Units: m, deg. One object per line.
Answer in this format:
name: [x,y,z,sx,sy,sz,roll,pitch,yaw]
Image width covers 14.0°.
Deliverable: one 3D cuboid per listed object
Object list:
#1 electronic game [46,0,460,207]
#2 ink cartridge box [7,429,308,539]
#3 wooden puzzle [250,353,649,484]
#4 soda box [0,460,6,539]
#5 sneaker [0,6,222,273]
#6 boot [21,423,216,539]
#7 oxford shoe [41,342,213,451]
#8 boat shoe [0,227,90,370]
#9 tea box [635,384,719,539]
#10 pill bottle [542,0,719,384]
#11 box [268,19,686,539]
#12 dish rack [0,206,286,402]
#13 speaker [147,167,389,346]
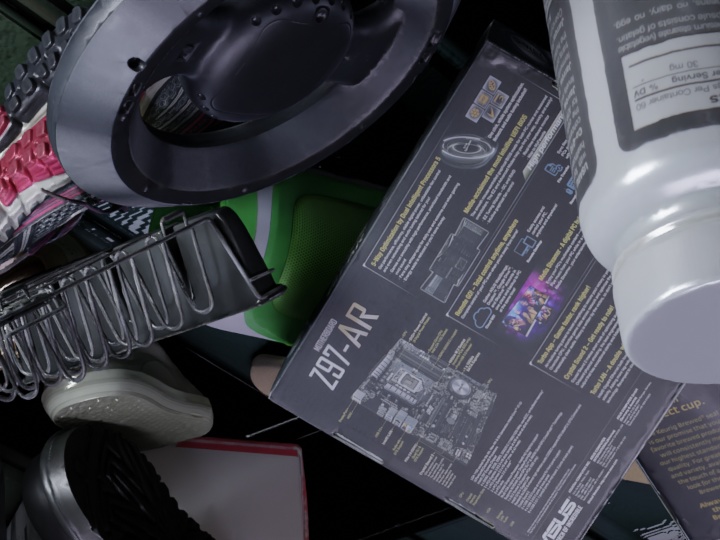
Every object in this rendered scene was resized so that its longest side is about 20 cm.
electronic game: [-0.040,-0.097,1.227,0.200,0.042,0.200,-26,152,-15]
ink cartridge box: [-0.129,0.175,1.702,0.146,0.085,0.200,6,150,-19]
wooden puzzle: [0.067,0.075,1.553,0.200,0.037,0.185,16,174,-32]
soda box: [-0.236,0.094,1.557,0.068,0.064,0.200,-6,152,0]
sneaker: [-0.141,-0.041,1.318,0.075,0.081,0.200,17,142,-42]
boot: [-0.167,0.167,1.531,0.158,0.079,0.211,-18,143,13]
oxford shoe: [-0.124,0.060,1.534,0.075,0.058,0.200,-17,165,6]
boat shoe: [-0.220,0.045,1.415,0.200,0.071,0.065,-39,175,10]
tea box: [0.239,0.045,1.426,0.200,0.134,0.197,-20,121,24]
pill bottle: [0.141,-0.062,1.216,0.113,0.200,0.113,-5,151,-3]
box: [0.076,0.013,1.328,0.160,0.044,0.200,30,108,-3]
dish rack: [-0.146,0.029,1.263,0.153,0.055,0.200,-20,-176,36]
speaker: [0.000,0.000,1.416,0.200,0.088,0.088,13,145,-32]
